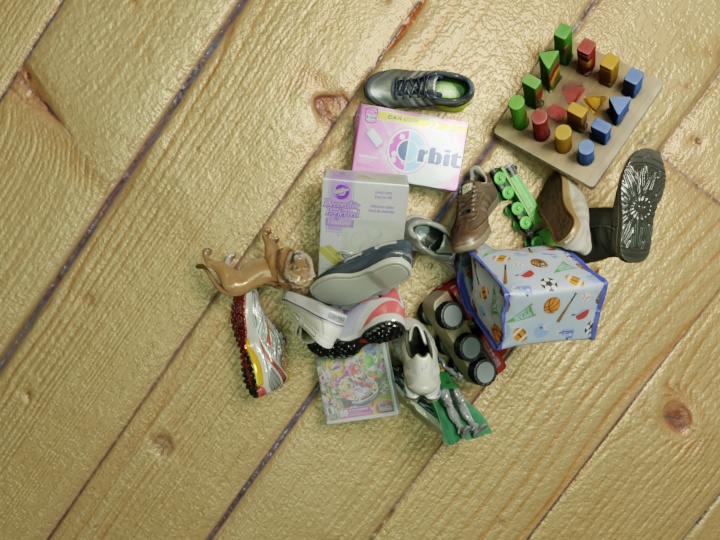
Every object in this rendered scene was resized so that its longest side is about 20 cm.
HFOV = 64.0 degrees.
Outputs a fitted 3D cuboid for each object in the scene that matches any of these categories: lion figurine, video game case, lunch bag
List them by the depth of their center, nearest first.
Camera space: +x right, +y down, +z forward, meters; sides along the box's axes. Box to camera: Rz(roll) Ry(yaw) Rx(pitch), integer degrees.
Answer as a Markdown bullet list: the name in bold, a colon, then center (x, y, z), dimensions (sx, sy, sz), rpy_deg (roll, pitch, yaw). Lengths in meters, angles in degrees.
- **lunch bag**: center (0.252, 0.025, 0.900), dimensions (0.166, 0.201, 0.126), rpy_deg (-4, 120, -12)
- **lion figurine**: center (-0.179, 0.003, 0.980), dimensions (0.196, 0.073, 0.125), rpy_deg (-22, 64, 0)
- **video game case**: center (-0.015, 0.157, 1.006), dimensions (0.140, 0.018, 0.205), rpy_deg (-13, 84, 24)

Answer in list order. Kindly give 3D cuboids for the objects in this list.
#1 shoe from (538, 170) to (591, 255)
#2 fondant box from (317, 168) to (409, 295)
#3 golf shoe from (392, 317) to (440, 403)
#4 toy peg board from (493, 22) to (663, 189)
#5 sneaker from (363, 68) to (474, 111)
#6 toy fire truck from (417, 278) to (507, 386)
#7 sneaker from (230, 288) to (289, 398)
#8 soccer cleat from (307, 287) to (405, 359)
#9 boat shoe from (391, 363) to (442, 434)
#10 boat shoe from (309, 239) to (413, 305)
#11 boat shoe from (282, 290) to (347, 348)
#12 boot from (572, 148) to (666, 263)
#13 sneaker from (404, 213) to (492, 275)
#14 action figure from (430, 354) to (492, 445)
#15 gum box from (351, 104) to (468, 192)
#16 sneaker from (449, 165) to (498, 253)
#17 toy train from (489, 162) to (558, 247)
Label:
- **shoe**: center (0.339, -0.096, 0.951), dimensions (0.053, 0.202, 0.070), rpy_deg (25, 128, -12)
- **fondant box**: center (0.001, -0.062, 0.977), dimensions (0.140, 0.059, 0.205), rpy_deg (4, 115, -1)
- **golf shoe**: center (0.096, 0.120, 0.945), dimensions (0.076, 0.201, 0.099), rpy_deg (-5, 119, -4)
- **toy peg board**: center (0.345, -0.276, 0.931), dimensions (0.198, 0.098, 0.202), rpy_deg (36, 94, 24)
- **sneaker**: center (0.103, -0.311, 0.974), dimensions (0.195, 0.081, 0.076), rpy_deg (-2, 95, 0)
- **toy fire truck**: center (0.230, 0.079, 1.006), dimensions (0.198, 0.128, 0.178), rpy_deg (-36, 100, -17)
- **sneaker**: center (-0.178, 0.116, 1.024), dimensions (0.081, 0.077, 0.205), rpy_deg (-11, 88, -32)
- **soccer cleat**: center (-0.007, 0.093, 0.967), dimensions (0.197, 0.075, 0.068), rpy_deg (-24, 135, 33)
- **boat shoe**: center (0.086, 0.201, 1.031), dimensions (0.198, 0.075, 0.066), rpy_deg (39, 70, 10)
- **boat shoe**: center (0.000, 0.000, 0.935), dimensions (0.198, 0.063, 0.075), rpy_deg (-23, 130, 37)
- **boat shoe**: center (-0.086, 0.083, 0.954), dimensions (0.070, 0.199, 0.071), rpy_deg (23, 87, -30)
- **boot**: center (0.401, -0.095, 0.939), dimensions (0.071, 0.200, 0.186), rpy_deg (12, 94, -1)
- **sneaker**: center (0.159, -0.034, 0.996), dimensions (0.196, 0.092, 0.077), rpy_deg (21, 96, -3)
- **action figure**: center (0.140, 0.194, 0.990), dimensions (0.116, 0.202, 0.055), rpy_deg (7, 129, -39)
- **gum box**: center (0.077, -0.208, 0.991), dimensions (0.195, 0.066, 0.117), rpy_deg (9, 96, -1)
- **sneaker**: center (0.177, -0.103, 0.946), dimensions (0.069, 0.201, 0.077), rpy_deg (-17, 114, 30)
- **toy train**: center (0.293, -0.101, 1.019), dimensions (0.056, 0.042, 0.202), rpy_deg (-32, 95, -7)
